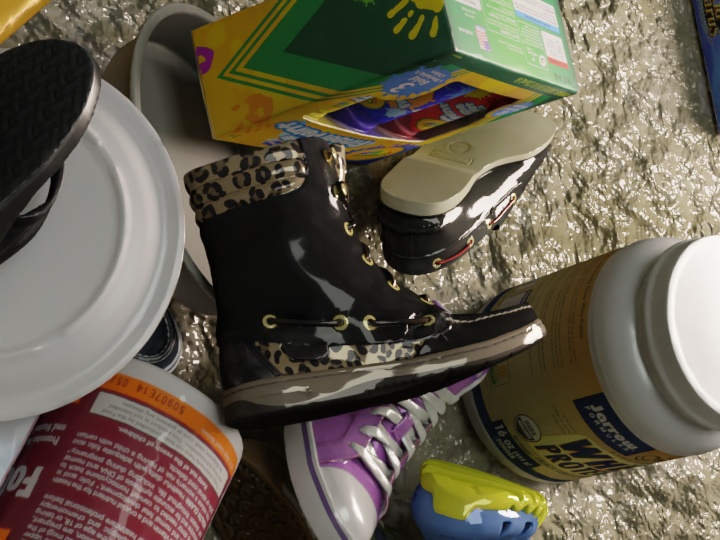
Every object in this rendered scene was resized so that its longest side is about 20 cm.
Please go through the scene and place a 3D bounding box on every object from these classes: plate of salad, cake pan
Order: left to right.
[{"bbox_3d":[-0.191,-0.019,0.838,0.199,0.048,0.201,1,75,-4],"label":"plate of salad"},{"bbox_3d":[-0.094,-0.060,0.975,0.200,0.037,0.201,47,34,-47],"label":"cake pan"}]

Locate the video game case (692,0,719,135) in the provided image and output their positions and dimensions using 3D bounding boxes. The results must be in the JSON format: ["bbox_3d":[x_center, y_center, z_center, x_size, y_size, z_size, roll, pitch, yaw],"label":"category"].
[{"bbox_3d":[0.370,-0.214,1.410,0.181,0.045,0.201,0,76,-37],"label":"video game case"}]

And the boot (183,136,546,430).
[{"bbox_3d":[0.000,0.000,0.916,0.199,0.073,0.151,-12,77,-20],"label":"boot"}]

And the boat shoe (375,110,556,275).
[{"bbox_3d":[0.075,-0.061,1.138,0.201,0.073,0.063,-39,139,-48],"label":"boat shoe"}]

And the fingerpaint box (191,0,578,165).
[{"bbox_3d":[0.021,-0.127,1.006,0.200,0.166,0.074,3,72,-63],"label":"fingerpaint box"}]

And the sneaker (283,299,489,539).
[{"bbox_3d":[0.021,0.082,0.965,0.073,0.114,0.201,58,21,-29],"label":"sneaker"}]

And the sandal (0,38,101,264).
[{"bbox_3d":[-0.193,-0.026,0.792,0.201,0.075,0.048,-56,154,-2],"label":"sandal"}]

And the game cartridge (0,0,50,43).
[{"bbox_3d":[-0.228,-0.142,0.865,0.200,0.176,0.033,-48,124,-35],"label":"game cartridge"}]

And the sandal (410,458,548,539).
[{"bbox_3d":[0.073,0.171,1.012,0.087,0.079,0.200,-69,160,-9],"label":"sandal"}]

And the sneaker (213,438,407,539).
[{"bbox_3d":[-0.014,0.179,1.001,0.201,0.067,0.090,55,37,-3],"label":"sneaker"}]

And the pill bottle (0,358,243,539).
[{"bbox_3d":[-0.152,0.156,0.868,0.114,0.114,0.201,38,57,-21],"label":"pill bottle"}]

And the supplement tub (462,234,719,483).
[{"bbox_3d":[0.178,0.060,1.085,0.144,0.200,0.145,12,69,-33],"label":"supplement tub"}]

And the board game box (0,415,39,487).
[{"bbox_3d":[-0.287,0.096,0.802,0.199,0.043,0.200,30,60,-8],"label":"board game box"}]

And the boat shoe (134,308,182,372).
[{"bbox_3d":[-0.164,-0.015,0.925,0.200,0.091,0.071,47,55,-15],"label":"boat shoe"}]
